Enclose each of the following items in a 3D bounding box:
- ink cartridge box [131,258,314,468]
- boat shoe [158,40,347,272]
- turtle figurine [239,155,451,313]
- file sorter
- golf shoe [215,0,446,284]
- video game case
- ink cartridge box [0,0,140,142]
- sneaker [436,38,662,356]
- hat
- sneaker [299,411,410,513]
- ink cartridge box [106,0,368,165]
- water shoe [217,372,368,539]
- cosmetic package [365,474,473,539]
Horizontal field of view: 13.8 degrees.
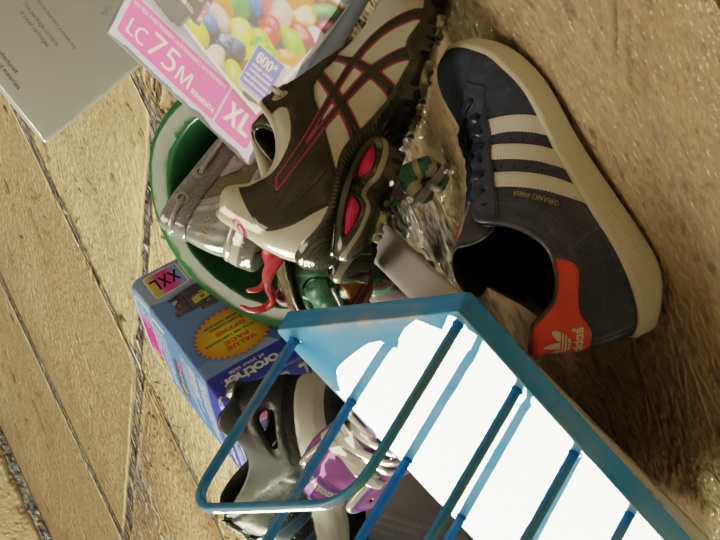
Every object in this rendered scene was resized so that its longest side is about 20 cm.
[{"bbox_3d":[-0.049,0.050,1.945,0.200,0.136,0.077,48,162,52],"label":"ink cartridge box"},{"bbox_3d":[-0.055,-0.087,1.732,0.075,0.064,0.203,104,-174,-53],"label":"boat shoe"},{"bbox_3d":[0.000,0.000,1.710,0.100,0.150,0.200,16,163,19],"label":"turtle figurine"},{"bbox_3d":[0.040,0.125,1.422,0.138,0.123,0.200,-6,134,51],"label":"file sorter"},{"bbox_3d":[-0.009,-0.089,1.563,0.077,0.088,0.201,102,-174,-53],"label":"golf shoe"},{"bbox_3d":[0.090,0.064,1.527,0.182,0.023,0.200,45,-179,-22],"label":"video game case"},{"bbox_3d":[-0.183,-0.218,1.861,0.145,0.200,0.147,53,176,-39],"label":"ink cartridge box"},{"bbox_3d":[0.072,-0.038,1.511,0.200,0.084,0.075,57,161,36],"label":"sneaker"},{"bbox_3d":[-0.029,-0.075,1.931,0.199,0.176,0.166,29,124,19],"label":"hat"},{"bbox_3d":[0.016,0.084,1.564,0.073,0.114,0.200,46,179,10],"label":"sneaker"},{"bbox_3d":[-0.053,-0.168,1.619,0.119,0.042,0.200,43,126,13],"label":"ink cartridge box"},{"bbox_3d":[-0.041,0.139,1.729,0.072,0.078,0.201,-73,-18,-54],"label":"water shoe"},{"bbox_3d":[0.038,0.195,1.871,0.106,0.091,0.201,14,146,14],"label":"cosmetic package"}]
